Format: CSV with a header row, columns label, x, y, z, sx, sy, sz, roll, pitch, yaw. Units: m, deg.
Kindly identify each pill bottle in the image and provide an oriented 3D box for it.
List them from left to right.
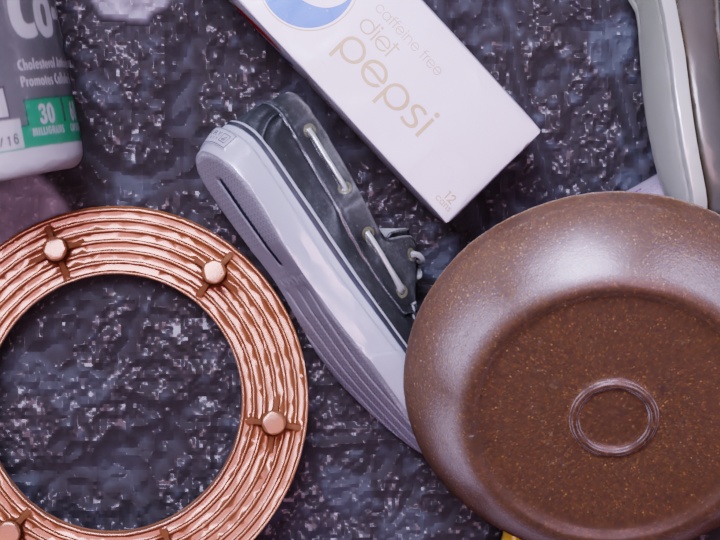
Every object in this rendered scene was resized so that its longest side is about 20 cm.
label,x,y,z,sx,sy,sz,roll,pitch,yaw
pill bottle,-0.205,-0.139,0.757,0.112,0.113,0.202,-11,96,-2

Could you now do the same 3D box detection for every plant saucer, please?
label,x,y,z,sx,sy,sz,roll,pitch,yaw
plant saucer,0.119,0.062,0.750,0.198,0.037,0.202,2,118,3

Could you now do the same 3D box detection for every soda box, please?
label,x,y,z,sx,sy,sz,roll,pitch,yaw
soda box,-0.004,-0.119,0.795,0.068,0.064,0.200,-44,95,1

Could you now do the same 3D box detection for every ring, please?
label,x,y,z,sx,sy,sz,roll,pitch,yaw
ring,-0.125,0.065,0.804,0.198,0.019,0.202,1,82,-4

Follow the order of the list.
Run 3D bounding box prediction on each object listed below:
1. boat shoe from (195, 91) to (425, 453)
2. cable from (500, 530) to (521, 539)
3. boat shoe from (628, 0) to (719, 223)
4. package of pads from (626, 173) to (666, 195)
label,x,y,z,sx,sy,sz,roll,pitch,yaw
boat shoe,0.000,0.000,0.801,0.071,0.072,0.201,-39,107,-20
cable,0.099,0.101,0.826,0.096,0.050,0.202,-11,97,1
boat shoe,0.166,-0.114,0.772,0.060,0.072,0.203,-3,67,-3
package of pads,0.191,-0.002,0.810,0.199,0.076,0.121,-27,97,0
